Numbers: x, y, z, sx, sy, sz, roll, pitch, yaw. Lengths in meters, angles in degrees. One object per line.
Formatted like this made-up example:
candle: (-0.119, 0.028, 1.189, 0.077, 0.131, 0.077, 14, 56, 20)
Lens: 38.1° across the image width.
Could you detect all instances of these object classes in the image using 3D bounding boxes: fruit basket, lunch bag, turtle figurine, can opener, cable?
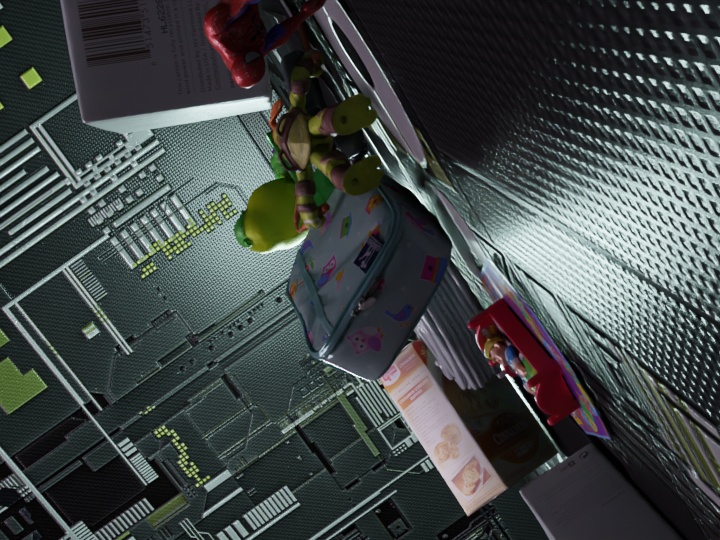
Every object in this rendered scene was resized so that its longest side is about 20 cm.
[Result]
fruit basket: (-0.083, -0.094, 1.433, 0.217, 0.214, 0.156, 56, 179, -4)
lunch bag: (0.000, 0.000, 0.947, 0.076, 0.161, 0.200, 29, -166, -21)
turtle figurine: (-0.043, -0.127, 0.926, 0.161, 0.064, 0.203, 19, 109, 60)
can opener: (-0.041, -0.169, 1.125, 0.053, 0.066, 0.201, 58, -173, -45)
cable: (0.084, 0.037, 1.124, 0.201, 0.069, 0.200, 58, 179, -22)

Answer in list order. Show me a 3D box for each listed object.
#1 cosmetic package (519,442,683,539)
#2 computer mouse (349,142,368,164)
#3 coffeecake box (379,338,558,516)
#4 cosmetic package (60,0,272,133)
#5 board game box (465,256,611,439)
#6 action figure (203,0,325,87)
cosmetic package: (0.210, 0.236, 0.807, 0.114, 0.081, 0.200, 58, 180, -19)
computer mouse: (-0.017, -0.031, 1.131, 0.202, 0.052, 0.140, -92, 5, -46)
coffeecake box: (0.132, 0.175, 1.277, 0.153, 0.073, 0.201, -13, -115, -56)
cosmetic package: (-0.173, -0.224, 0.961, 0.200, 0.164, 0.170, -127, 28, -82)
board game box: (0.126, 0.073, 0.816, 0.159, 0.039, 0.200, 57, 180, 7)
action figure: (-0.063, -0.207, 0.713, 0.065, 0.098, 0.202, 51, -154, -50)
